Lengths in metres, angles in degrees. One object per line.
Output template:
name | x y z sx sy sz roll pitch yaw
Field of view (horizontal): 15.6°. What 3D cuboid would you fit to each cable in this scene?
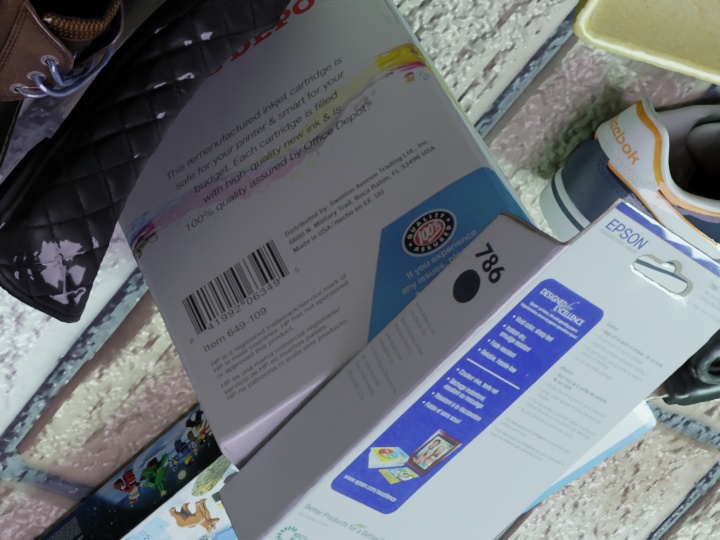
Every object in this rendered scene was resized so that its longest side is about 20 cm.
cable | 0.210 0.030 1.339 0.199 0.051 0.097 -11 160 -28

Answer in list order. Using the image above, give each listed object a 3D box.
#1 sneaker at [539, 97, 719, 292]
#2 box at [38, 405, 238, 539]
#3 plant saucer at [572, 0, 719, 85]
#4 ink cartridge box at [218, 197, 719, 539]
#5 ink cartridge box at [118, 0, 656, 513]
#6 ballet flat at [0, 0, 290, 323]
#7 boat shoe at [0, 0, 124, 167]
sneaker | 0.184 -0.023 1.256 0.199 0.079 0.080 17 124 -36
box | -0.071 0.138 1.305 0.200 0.038 0.136 -40 135 12
plant saucer | 0.207 -0.172 1.153 0.199 0.049 0.201 13 124 -35
ink cartridge box | 0.048 0.046 0.991 0.200 0.039 0.099 -43 136 17
ink cartridge box | 0.000 0.000 1.098 0.146 0.201 0.146 -33 138 5
ballet flat | -0.080 -0.064 1.056 0.057 0.066 0.200 44 71 -13
boat shoe | -0.133 -0.102 1.012 0.072 0.072 0.201 -43 156 -50
